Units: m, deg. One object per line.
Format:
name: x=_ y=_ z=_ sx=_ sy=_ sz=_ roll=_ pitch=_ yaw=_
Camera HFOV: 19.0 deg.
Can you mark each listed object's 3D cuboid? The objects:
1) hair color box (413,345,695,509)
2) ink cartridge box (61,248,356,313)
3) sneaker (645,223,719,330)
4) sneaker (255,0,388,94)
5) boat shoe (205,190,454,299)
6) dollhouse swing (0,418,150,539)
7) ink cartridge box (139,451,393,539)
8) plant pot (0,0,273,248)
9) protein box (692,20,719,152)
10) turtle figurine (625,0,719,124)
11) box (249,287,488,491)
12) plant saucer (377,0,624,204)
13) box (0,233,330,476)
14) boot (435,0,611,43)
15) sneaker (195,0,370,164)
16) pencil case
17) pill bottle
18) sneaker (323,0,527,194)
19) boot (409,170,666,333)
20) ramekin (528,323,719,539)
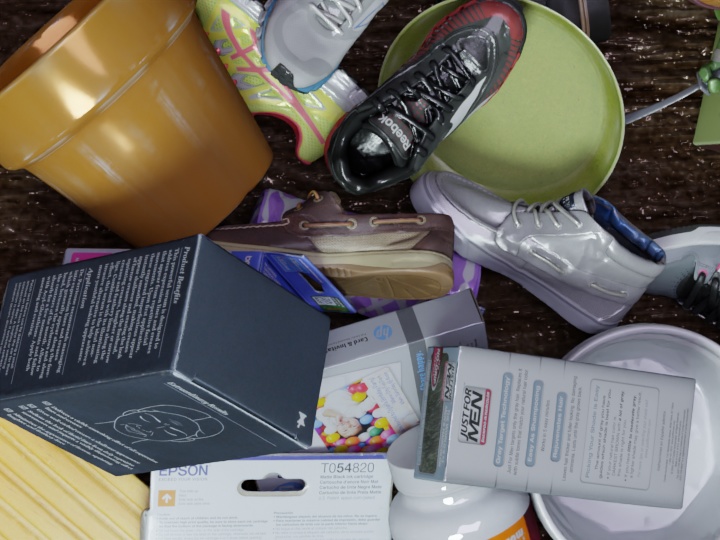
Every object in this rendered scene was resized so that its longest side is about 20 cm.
hair color box: x=0.144 y=0.117 z=1.589 sx=0.199 sy=0.061 sz=0.100 roll=9 pitch=85 yaw=-22
ink cartridge box: x=-0.115 y=0.023 z=1.626 sx=0.198 sy=0.119 sz=0.042 roll=-1 pitch=66 yaw=20
sneaker: x=0.303 y=0.036 z=1.714 sx=0.198 sy=0.084 sz=0.122 roll=1 pitch=59 yaw=-7
sneaker: x=-0.009 y=-0.219 z=1.648 sx=0.075 sy=0.087 sz=0.201 roll=42 pitch=53 yaw=-13
boat shoe: x=-0.026 y=-0.024 z=1.627 sx=0.198 sy=0.072 sz=0.073 roll=2 pitch=68 yaw=10
dollhouse swing: x=-0.269 y=0.188 z=1.632 sx=0.176 sy=0.182 sz=0.200 roll=39 pitch=85 yaw=16
ink cartridge box: x=-0.075 y=0.233 z=1.679 sx=0.198 sy=0.041 sz=0.202 roll=1 pitch=102 yaw=-14
plant pot: x=-0.170 y=-0.114 z=1.631 sx=0.200 sy=0.200 sz=0.183 roll=-43 pitch=105 yaw=-4
protein box: x=0.376 y=-0.180 z=1.668 sx=0.134 sy=0.200 sz=0.200 roll=13 pitch=89 yaw=-14
turtle figurine: x=0.247 y=-0.188 z=1.621 sx=0.199 sy=0.194 sz=0.145 roll=-23 pitch=103 yaw=-14
box: x=0.005 y=0.103 z=1.667 sx=0.198 sy=0.157 sz=0.041 roll=-15 pitch=48 yaw=-4
plant saucer: x=0.112 y=-0.130 z=1.689 sx=0.198 sy=0.031 sz=0.201 roll=9 pitch=123 yaw=13
box: x=-0.147 y=0.065 z=1.546 sx=0.148 sy=0.199 sz=0.108 roll=35 pitch=56 yaw=-43
boot: x=0.111 y=-0.265 z=1.709 sx=0.137 sy=0.077 sz=0.202 roll=-16 pitch=91 yaw=-8
sneaker: x=-0.087 y=-0.161 z=1.692 sx=0.200 sy=0.078 sz=0.090 roll=39 pitch=93 yaw=-2
pencil case: x=0.000 y=0.000 z=1.700 sx=0.199 sy=0.084 sz=0.086 roll=18 pitch=109 yaw=-4
pill bottle: x=0.086 y=0.221 z=1.663 sx=0.112 sy=0.113 sz=0.201 roll=-19 pitch=110 yaw=-6
sneaker: x=0.048 y=-0.126 z=1.622 sx=0.200 sy=0.098 sz=0.071 roll=-42 pitch=97 yaw=17
boot: x=0.142 y=-0.038 z=1.676 sx=0.199 sy=0.074 sz=0.096 roll=32 pitch=127 yaw=-11
ramekin: x=0.219 y=0.142 z=1.707 sx=0.198 sy=0.105 sz=0.202 roll=0 pitch=89 yaw=-6
